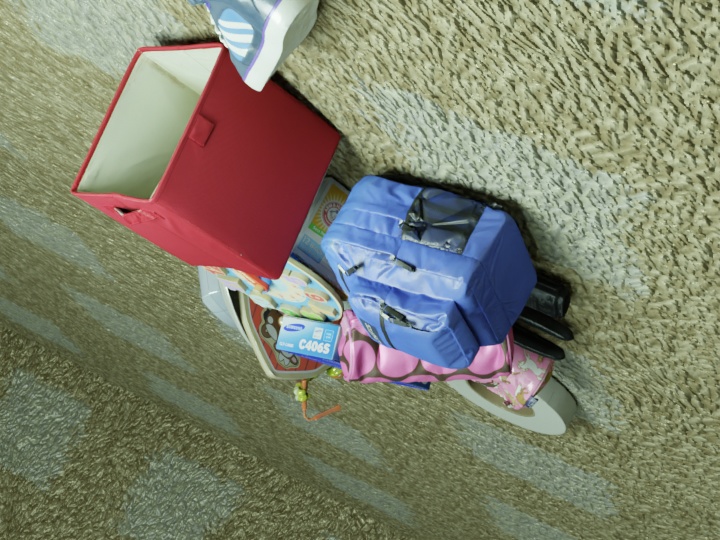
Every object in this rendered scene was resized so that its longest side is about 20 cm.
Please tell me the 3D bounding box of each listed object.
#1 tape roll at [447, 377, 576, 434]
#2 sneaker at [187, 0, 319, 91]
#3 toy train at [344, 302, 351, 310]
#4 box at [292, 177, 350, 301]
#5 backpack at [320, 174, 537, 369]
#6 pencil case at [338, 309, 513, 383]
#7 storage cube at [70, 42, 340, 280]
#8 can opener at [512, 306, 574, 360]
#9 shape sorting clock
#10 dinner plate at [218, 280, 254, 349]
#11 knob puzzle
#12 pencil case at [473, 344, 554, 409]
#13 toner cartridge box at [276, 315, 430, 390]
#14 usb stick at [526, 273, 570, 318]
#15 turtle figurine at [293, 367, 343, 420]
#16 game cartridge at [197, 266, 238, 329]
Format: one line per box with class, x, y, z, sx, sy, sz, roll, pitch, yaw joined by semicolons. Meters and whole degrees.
tape roll;0.196;0.157;1.923;0.201;0.037;0.203;27;162;9
sneaker;-0.114;-0.245;1.236;0.146;0.081;0.200;39;166;-2
toy train;0.048;0.055;1.823;0.198;0.035;0.046;12;-172;11
box;-0.064;-0.034;1.699;0.112;0.102;0.199;37;162;-24
backpack;0.055;-0.005;1.477;0.199;0.168;0.163;22;155;30
pencil case;0.073;0.077;1.599;0.198;0.092;0.094;-5;146;2
storage cube;-0.158;-0.114;1.477;0.179;0.202;0.170;34;163;-37
can opener;0.156;0.046;1.661;0.198;0.079;0.064;22;123;16
shape sorting clock;-0.111;0.009;1.652;0.199;0.039;0.200;27;164;8
dinner plate;-0.152;0.013;1.849;0.024;0.202;0.200;-13;148;15
knob puzzle;-0.081;0.051;1.825;0.030;0.221;0.219;-19;133;41
pencil case;0.140;0.092;1.742;0.199;0.087;0.083;31;157;6
toner cartridge box;-0.003;0.103;1.743;0.094;0.044;0.199;7;170;39
usb stick;0.139;-0.001;1.576;0.198;0.033;0.056;24;155;21
turtle figurine;-0.057;0.087;1.914;0.064;0.200;0.162;0;134;47
game cartridge;-0.169;0.008;1.901;0.040;0.135;0.200;-18;161;13
